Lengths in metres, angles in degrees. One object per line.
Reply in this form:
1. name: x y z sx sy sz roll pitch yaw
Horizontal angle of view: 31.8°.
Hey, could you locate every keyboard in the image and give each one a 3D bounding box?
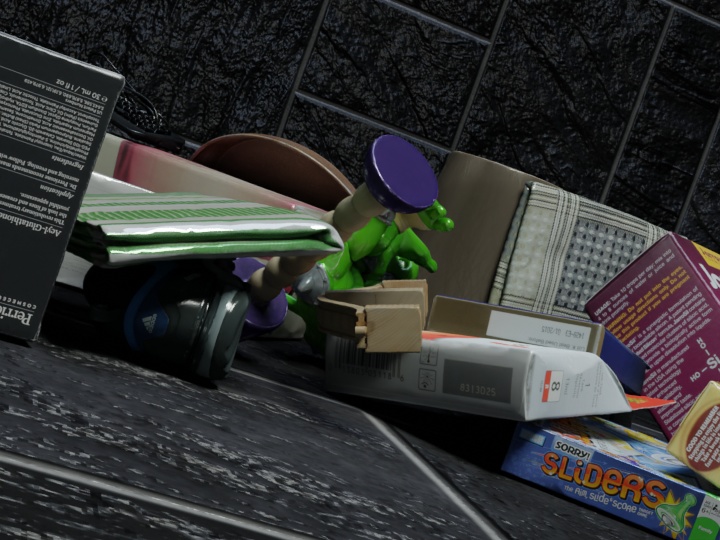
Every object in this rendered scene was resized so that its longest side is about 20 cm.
1. keyboard: -0.229 -0.164 1.065 0.200 0.040 0.104 34 7 19

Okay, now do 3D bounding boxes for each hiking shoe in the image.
1. hiking shoe: -0.122 0.006 0.761 0.086 0.075 0.200 18 2 -16

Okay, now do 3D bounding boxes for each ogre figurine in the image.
1. ogre figurine: 0.000 0.000 0.939 0.098 0.120 0.200 44 -15 -2

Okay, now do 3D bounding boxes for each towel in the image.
1. towel: -0.119 -0.027 0.742 0.152 0.023 0.200 -4 9 -32
2. towel: 0.201 0.039 1.134 0.192 0.201 0.035 18 -3 -27

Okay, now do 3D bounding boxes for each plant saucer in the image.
1. plant saucer: -0.065 -0.041 1.110 0.200 0.201 0.035 21 46 18

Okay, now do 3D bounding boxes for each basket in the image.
1. basket: 0.102 0.001 1.175 0.180 0.201 0.136 19 2 -4

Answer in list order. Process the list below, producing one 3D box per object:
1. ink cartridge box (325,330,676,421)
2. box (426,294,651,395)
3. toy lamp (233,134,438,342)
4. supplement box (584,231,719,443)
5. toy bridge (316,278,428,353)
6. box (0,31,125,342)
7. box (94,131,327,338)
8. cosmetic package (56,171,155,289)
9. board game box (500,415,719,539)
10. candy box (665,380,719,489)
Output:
1. ink cartridge box: 0.100 0.065 0.850 0.162 0.050 0.200 5 4 40
2. box: 0.140 0.061 0.939 0.121 0.033 0.200 9 -8 25
3. toy lamp: -0.037 -0.012 0.800 0.058 0.200 0.058 27 43 -28
4. supplement box: 0.296 0.084 1.035 0.131 0.103 0.200 16 38 -48
5. toy bridge: 0.007 0.025 0.779 0.067 0.027 0.200 -1 4 5
6. box: -0.236 -0.063 0.608 0.200 0.142 0.079 19 1 -27
7. box: -0.133 -0.029 1.023 0.200 0.109 0.128 21 3 17
8. cosmetic package: -0.192 -0.030 0.891 0.200 0.083 0.051 20 3 -18
9. board game box: 0.168 0.129 0.838 0.135 0.035 0.200 20 3 10
10. candy box: 0.290 0.145 0.759 0.200 0.055 0.115 36 8 25
